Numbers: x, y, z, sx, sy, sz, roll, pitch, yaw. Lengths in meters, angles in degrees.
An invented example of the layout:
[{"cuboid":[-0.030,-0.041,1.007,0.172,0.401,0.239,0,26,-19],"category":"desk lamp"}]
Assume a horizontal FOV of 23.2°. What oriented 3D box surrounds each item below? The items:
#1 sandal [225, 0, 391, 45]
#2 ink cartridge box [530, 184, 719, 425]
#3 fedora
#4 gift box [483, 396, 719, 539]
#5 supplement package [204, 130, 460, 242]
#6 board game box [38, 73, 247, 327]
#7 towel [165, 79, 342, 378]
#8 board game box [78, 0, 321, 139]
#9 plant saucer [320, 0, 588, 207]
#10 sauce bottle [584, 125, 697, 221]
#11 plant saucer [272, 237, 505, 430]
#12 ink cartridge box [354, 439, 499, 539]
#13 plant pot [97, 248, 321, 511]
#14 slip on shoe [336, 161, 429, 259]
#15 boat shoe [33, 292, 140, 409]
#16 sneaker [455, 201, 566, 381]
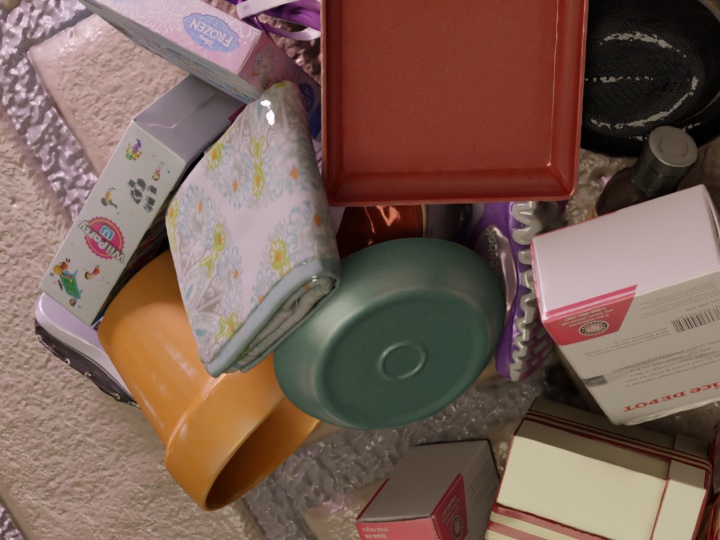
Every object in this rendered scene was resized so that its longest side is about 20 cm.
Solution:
[{"cuboid":[-0.058,-0.203,1.380,0.202,0.050,0.082,22,163,35],"category":"sandal"},{"cuboid":[0.233,0.033,1.372,0.145,0.085,0.200,-17,144,16],"category":"ink cartridge box"},{"cuboid":[0.206,-0.161,1.362,0.200,0.092,0.201,9,115,19],"category":"fedora"},{"cuboid":[0.211,0.209,1.474,0.186,0.200,0.185,17,106,11],"category":"gift box"},{"cuboid":[-0.024,-0.053,1.501,0.199,0.110,0.114,11,117,18],"category":"supplement package"},{"cuboid":[-0.189,-0.066,1.544,0.064,0.148,0.200,36,122,2],"category":"board game box"},{"cuboid":[-0.087,-0.026,1.377,0.200,0.048,0.172,-42,57,48],"category":"towel"},{"cuboid":[-0.137,-0.190,1.427,0.200,0.199,0.043,29,90,18],"category":"board game box"},{"cuboid":[0.068,-0.149,1.320,0.199,0.037,0.201,-2,115,-4],"category":"plant saucer"},{"cuboid":[0.214,-0.038,1.395,0.065,0.065,0.200,33,145,6],"category":"sauce bottle"},{"cuboid":[0.029,0.063,1.415,0.199,0.036,0.201,-11,131,-13],"category":"plant saucer"},{"cuboid":[0.082,0.276,1.582,0.083,0.147,0.201,-8,109,27],"category":"ink cartridge box"},{"cuboid":[-0.129,0.080,1.567,0.183,0.200,0.200,44,123,14],"category":"plant pot"},{"cuboid":[0.000,0.000,1.414,0.074,0.061,0.200,30,120,10],"category":"slip on shoe"},{"cuboid":[-0.233,0.094,1.686,0.200,0.070,0.066,32,139,4],"category":"boat shoe"},{"cuboid":[0.123,-0.005,1.484,0.088,0.080,0.201,10,112,27],"category":"sneaker"}]
